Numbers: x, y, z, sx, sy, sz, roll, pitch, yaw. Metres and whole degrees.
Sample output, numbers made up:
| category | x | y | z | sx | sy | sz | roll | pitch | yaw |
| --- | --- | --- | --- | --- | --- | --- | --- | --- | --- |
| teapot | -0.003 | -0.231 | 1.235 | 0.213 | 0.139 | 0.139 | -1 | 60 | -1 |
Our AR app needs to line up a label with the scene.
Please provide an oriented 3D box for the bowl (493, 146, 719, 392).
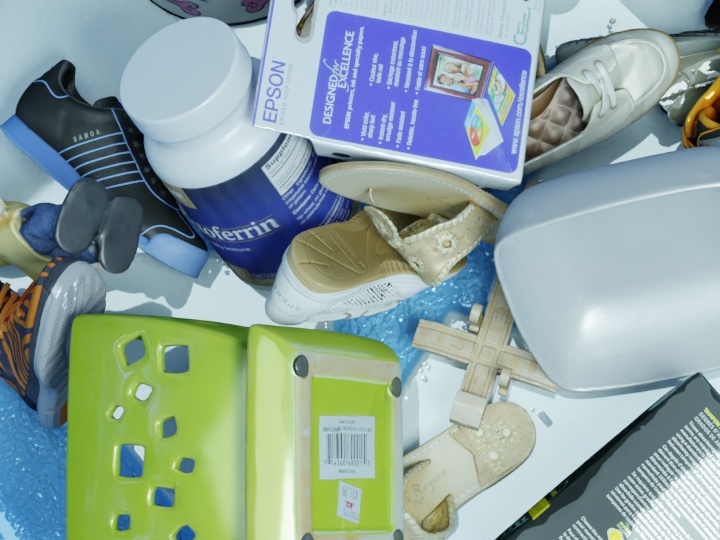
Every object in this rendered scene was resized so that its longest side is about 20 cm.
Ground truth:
| category | x | y | z | sx | sy | sz | roll | pitch | yaw |
| --- | --- | --- | --- | --- | --- | --- | --- | --- | --- |
| bowl | 0.205 | -0.008 | 1.438 | 0.198 | 0.200 | 0.075 | -13 | 46 | 16 |

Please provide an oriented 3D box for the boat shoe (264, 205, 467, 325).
| category | x | y | z | sx | sy | sz | roll | pitch | yaw |
| --- | --- | --- | --- | --- | --- | --- | --- | --- | --- |
| boat shoe | 0.000 | 0.000 | 1.481 | 0.069 | 0.199 | 0.071 | -49 | 67 | 33 |

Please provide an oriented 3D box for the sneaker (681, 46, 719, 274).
| category | x | y | z | sx | sy | sz | roll | pitch | yaw |
| --- | --- | --- | --- | --- | --- | --- | --- | --- | --- |
| sneaker | 0.267 | -0.085 | 1.488 | 0.077 | 0.078 | 0.201 | 10 | 114 | -23 |

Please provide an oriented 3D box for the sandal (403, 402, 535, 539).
| category | x | y | z | sx | sy | sz | roll | pitch | yaw |
| --- | --- | --- | --- | --- | --- | --- | --- | --- | --- |
| sandal | 0.041 | 0.171 | 1.504 | 0.211 | 0.070 | 0.078 | -40 | 82 | -1 |

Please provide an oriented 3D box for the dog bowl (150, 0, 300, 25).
| category | x | y | z | sx | sy | sz | roll | pitch | yaw |
| --- | --- | --- | --- | --- | --- | --- | --- | --- | --- |
| dog bowl | -0.108 | -0.296 | 1.577 | 0.199 | 0.074 | 0.202 | -1 | 83 | 5 |

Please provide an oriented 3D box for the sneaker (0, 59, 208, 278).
| category | x | y | z | sx | sy | sz | roll | pitch | yaw |
| --- | --- | --- | --- | --- | --- | --- | --- | --- | --- |
| sneaker | -0.184 | -0.080 | 1.560 | 0.200 | 0.070 | 0.078 | 39 | 93 | 8 |

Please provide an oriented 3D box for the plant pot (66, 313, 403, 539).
| category | x | y | z | sx | sy | sz | roll | pitch | yaw |
| --- | --- | --- | --- | --- | --- | --- | --- | --- | --- |
| plant pot | -0.079 | 0.130 | 1.431 | 0.180 | 0.200 | 0.201 | -4 | 82 | 32 |

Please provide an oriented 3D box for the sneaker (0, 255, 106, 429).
| category | x | y | z | sx | sy | sz | roll | pitch | yaw |
| --- | --- | --- | --- | --- | --- | --- | --- | --- | --- |
| sneaker | -0.253 | 0.036 | 1.494 | 0.112 | 0.200 | 0.078 | 35 | 56 | 11 |

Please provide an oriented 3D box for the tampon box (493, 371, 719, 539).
| category | x | y | z | sx | sy | sz | roll | pitch | yaw |
| --- | --- | --- | --- | --- | --- | --- | --- | --- | --- |
| tampon box | 0.203 | 0.185 | 1.455 | 0.200 | 0.150 | 0.126 | -41 | 83 | -1 |

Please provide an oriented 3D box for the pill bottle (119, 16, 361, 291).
| category | x | y | z | sx | sy | sz | roll | pitch | yaw |
| --- | --- | --- | --- | --- | --- | --- | --- | --- | --- |
| pill bottle | -0.087 | -0.084 | 1.476 | 0.115 | 0.200 | 0.116 | -15 | 49 | 18 |

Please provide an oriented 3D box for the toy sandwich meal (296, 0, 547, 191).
| category | x | y | z | sx | sy | sz | roll | pitch | yaw |
| --- | --- | --- | --- | --- | --- | --- | --- | --- | --- |
| toy sandwich meal | 0.047 | -0.150 | 1.547 | 0.204 | 0.070 | 0.207 | -1 | 83 | 5 |

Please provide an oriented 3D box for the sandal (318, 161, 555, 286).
| category | x | y | z | sx | sy | sz | roll | pitch | yaw |
| --- | --- | --- | --- | --- | --- | --- | --- | --- | --- |
| sandal | 0.066 | -0.021 | 1.448 | 0.211 | 0.077 | 0.070 | 13 | 70 | -32 |

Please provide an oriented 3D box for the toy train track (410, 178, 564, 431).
| category | x | y | z | sx | sy | sz | roll | pitch | yaw |
| --- | --- | --- | --- | --- | --- | --- | --- | --- | --- |
| toy train track | 0.108 | 0.021 | 1.519 | 0.114 | 0.033 | 0.201 | 17 | 71 | 8 |

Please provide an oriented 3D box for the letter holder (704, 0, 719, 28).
| category | x | y | z | sx | sy | sz | roll | pitch | yaw |
| --- | --- | --- | --- | --- | --- | --- | --- | --- | --- |
| letter holder | 0.288 | -0.291 | 1.535 | 0.100 | 0.142 | 0.201 | 39 | 80 | -23 |

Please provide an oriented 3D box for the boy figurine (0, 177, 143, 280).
| category | x | y | z | sx | sy | sz | roll | pitch | yaw |
| --- | --- | --- | --- | --- | --- | --- | --- | --- | --- |
| boy figurine | -0.241 | -0.028 | 1.524 | 0.124 | 0.199 | 0.065 | 26 | 76 | -34 |

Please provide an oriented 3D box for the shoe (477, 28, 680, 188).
| category | x | y | z | sx | sy | sz | roll | pitch | yaw |
| --- | --- | --- | --- | --- | --- | --- | --- | --- | --- |
| shoe | 0.146 | -0.112 | 1.490 | 0.199 | 0.053 | 0.070 | -29 | 103 | 13 |

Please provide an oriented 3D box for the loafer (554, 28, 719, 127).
| category | x | y | z | sx | sy | sz | roll | pitch | yaw |
| --- | --- | --- | --- | --- | --- | --- | --- | --- | --- |
| loafer | 0.248 | -0.145 | 1.536 | 0.198 | 0.075 | 0.070 | -2 | 99 | 7 |

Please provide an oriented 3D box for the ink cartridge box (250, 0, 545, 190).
| category | x | y | z | sx | sy | sz | roll | pitch | yaw |
| --- | --- | --- | --- | --- | --- | --- | --- | --- | --- |
| ink cartridge box | 0.029 | -0.170 | 1.444 | 0.199 | 0.043 | 0.200 | 12 | 75 | -9 |
